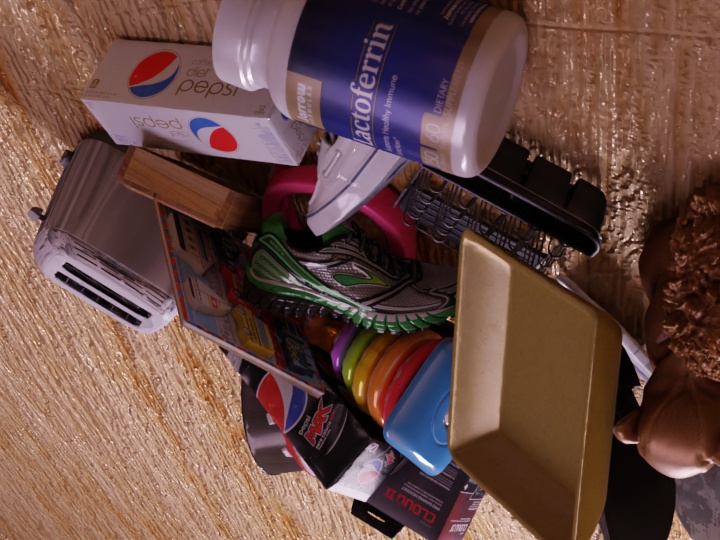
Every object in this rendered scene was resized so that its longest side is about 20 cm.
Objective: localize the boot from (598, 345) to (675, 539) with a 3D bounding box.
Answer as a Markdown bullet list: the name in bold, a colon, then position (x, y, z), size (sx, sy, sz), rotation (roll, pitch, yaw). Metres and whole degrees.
- **boot**: position (0.170, 0.141, 1.290), size (0.068, 0.203, 0.174), rotation (-9, 174, -24)

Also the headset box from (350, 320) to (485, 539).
- **headset box**: position (0.056, 0.147, 1.469), size (0.148, 0.202, 0.075), rotation (28, -176, 25)

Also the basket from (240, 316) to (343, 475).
- **basket**: position (-0.003, 0.124, 1.614), size (0.198, 0.183, 0.136), rotation (1, -179, 30)

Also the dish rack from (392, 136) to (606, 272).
- **dish rack**: position (0.103, -0.043, 1.278), size (0.152, 0.055, 0.200), rotation (29, 156, -3)

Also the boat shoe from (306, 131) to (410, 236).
- **boat shoe**: position (0.000, -0.096, 1.262), size (0.066, 0.073, 0.200), rotation (50, 141, 3)

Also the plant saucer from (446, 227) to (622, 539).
- **plant saucer**: position (0.136, 0.088, 1.210), size (0.048, 0.203, 0.200), rotation (-6, -158, -23)

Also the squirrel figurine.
- **squirrel figurine**: position (0.248, 0.048, 1.149), size (0.140, 0.188, 0.201), rotation (20, 156, 15)

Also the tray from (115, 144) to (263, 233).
- **tray**: position (-0.143, -0.068, 1.395), size (0.098, 0.037, 0.200), rotation (24, -177, 4)

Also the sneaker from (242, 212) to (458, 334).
- **sneaker**: position (0.000, 0.000, 1.361), size (0.197, 0.078, 0.086), rotation (8, 111, -2)

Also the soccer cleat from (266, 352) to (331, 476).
- **soccer cleat**: position (-0.045, 0.095, 1.533), size (0.084, 0.202, 0.068), rotation (-20, 154, 25)

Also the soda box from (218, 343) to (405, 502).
- **soda box**: position (-0.046, 0.114, 1.442), size (0.071, 0.063, 0.200), rotation (27, -163, -53)

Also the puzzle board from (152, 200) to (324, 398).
- **puzzle board**: position (-0.107, 0.018, 1.397), size (0.150, 0.017, 0.201), rotation (31, -159, -30)

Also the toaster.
- **toaster**: position (-0.220, -0.029, 1.539), size (0.199, 0.130, 0.113), rotation (33, 156, -15)

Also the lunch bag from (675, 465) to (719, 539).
- **lunch bag**: position (0.360, 0.178, 1.363), size (0.168, 0.139, 0.200), rotation (44, 152, -2)

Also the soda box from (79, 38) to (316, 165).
- **soda box**: position (-0.128, -0.139, 1.299), size (0.198, 0.069, 0.064), rotation (10, 152, 33)

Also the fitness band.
- **fitness band**: position (-0.019, -0.036, 1.437), size (0.142, 0.038, 0.201), rotation (21, 157, 11)

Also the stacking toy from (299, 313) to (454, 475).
- **stacking toy**: position (0.015, 0.081, 1.411), size (0.199, 0.110, 0.116), rotation (31, 172, 38)

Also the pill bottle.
- **pill bottle**: position (0.006, -0.146, 1.090), size (0.198, 0.117, 0.116), rotation (19, 155, 16)

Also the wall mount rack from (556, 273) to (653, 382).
- **wall mount rack**: position (0.200, 0.076, 1.405), size (0.200, 0.075, 0.174), rotation (44, -179, -32)
